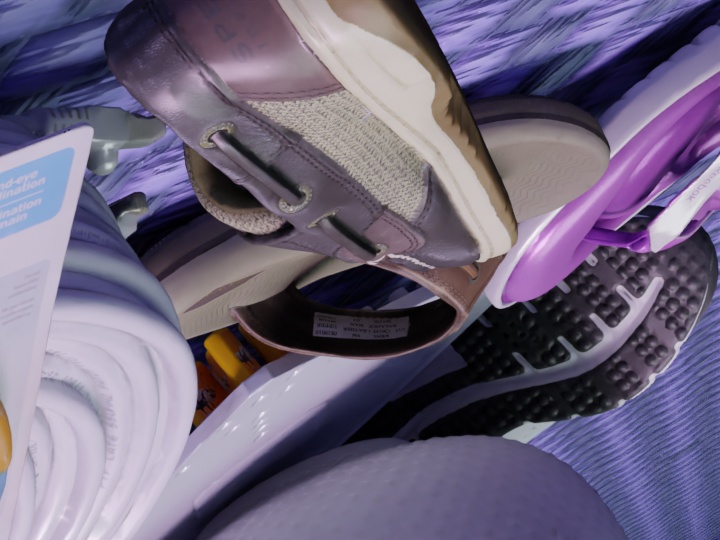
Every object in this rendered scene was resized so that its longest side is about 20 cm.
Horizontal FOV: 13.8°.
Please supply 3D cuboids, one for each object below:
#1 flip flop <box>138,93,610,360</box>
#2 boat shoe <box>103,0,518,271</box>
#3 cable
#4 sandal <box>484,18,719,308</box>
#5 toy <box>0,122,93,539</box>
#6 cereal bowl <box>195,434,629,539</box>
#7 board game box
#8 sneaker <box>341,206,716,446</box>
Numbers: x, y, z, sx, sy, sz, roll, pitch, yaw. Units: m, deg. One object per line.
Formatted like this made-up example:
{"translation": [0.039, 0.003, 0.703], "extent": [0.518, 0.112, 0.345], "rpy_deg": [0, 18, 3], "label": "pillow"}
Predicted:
{"translation": [0.000, 0.000, 0.885], "extent": [0.200, 0.058, 0.081], "rpy_deg": [-22, 164, -43], "label": "flip flop"}
{"translation": [-0.012, -0.037, 0.686], "extent": [0.066, 0.072, 0.201], "rpy_deg": [-28, 164, 4], "label": "boat shoe"}
{"translation": [-0.129, 0.052, 0.636], "extent": [0.200, 0.069, 0.200], "rpy_deg": [-52, 156, 21], "label": "cable"}
{"translation": [0.127, -0.048, 0.994], "extent": [0.203, 0.050, 0.082], "rpy_deg": [-39, 161, -9], "label": "sandal"}
{"translation": [-0.102, 0.072, 0.568], "extent": [0.115, 0.047, 0.200], "rpy_deg": [-25, 150, -36], "label": "toy"}
{"translation": [-0.003, 0.119, 1.073], "extent": [0.200, 0.083, 0.200], "rpy_deg": [-24, 159, -10], "label": "cereal bowl"}
{"translation": [-0.041, 0.057, 1.030], "extent": [0.200, 0.026, 0.200], "rpy_deg": [-44, 169, 35], "label": "board game box"}
{"translation": [0.061, 0.028, 1.142], "extent": [0.200, 0.074, 0.080], "rpy_deg": [-35, -177, 37], "label": "sneaker"}
